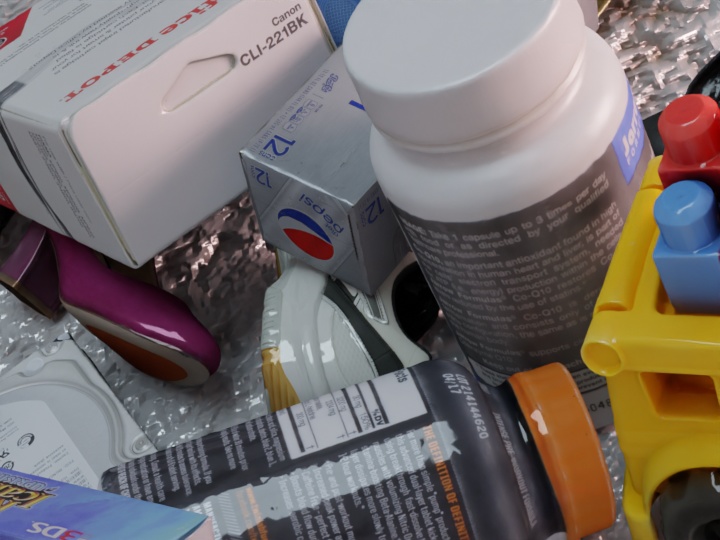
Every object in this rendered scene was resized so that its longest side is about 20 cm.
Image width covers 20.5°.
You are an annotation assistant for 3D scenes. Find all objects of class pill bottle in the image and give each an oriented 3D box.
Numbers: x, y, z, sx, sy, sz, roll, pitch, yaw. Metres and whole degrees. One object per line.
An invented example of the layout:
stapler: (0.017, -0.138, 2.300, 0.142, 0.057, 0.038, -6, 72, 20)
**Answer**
pill bottle: (0.071, -0.035, 0.847, 0.113, 0.201, 0.114, -15, 42, 14)
pill bottle: (0.001, 0.101, 0.810, 0.198, 0.107, 0.107, -18, 40, -3)

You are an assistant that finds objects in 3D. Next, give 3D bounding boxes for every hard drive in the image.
hard drive: (-0.150, 0.125, 0.935, 0.139, 0.038, 0.200, -36, 42, -8)

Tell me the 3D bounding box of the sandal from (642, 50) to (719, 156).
sandal: (0.186, -0.079, 0.946, 0.199, 0.045, 0.075, -27, 40, 2)

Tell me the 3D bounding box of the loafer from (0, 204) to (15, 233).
loafer: (-0.221, -0.033, 1.119, 0.072, 0.073, 0.200, 35, 80, 37)

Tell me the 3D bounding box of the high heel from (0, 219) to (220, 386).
high heel: (-0.115, -0.008, 1.022, 0.199, 0.067, 0.096, 24, 73, 47)

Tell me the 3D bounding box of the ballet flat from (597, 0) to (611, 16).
ballet flat: (0.108, -0.158, 1.046, 0.201, 0.069, 0.063, -54, 20, -26)

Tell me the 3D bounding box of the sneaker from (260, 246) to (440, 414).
sneaker: (0.000, 0.000, 0.965, 0.087, 0.076, 0.201, -4, 46, 3)

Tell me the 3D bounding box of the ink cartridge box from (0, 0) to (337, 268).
ink cartridge box: (-0.114, -0.090, 1.005, 0.144, 0.084, 0.199, -36, 26, -19)

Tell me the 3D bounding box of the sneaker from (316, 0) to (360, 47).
sneaker: (-0.014, -0.127, 1.099, 0.089, 0.079, 0.200, -40, 34, 3)

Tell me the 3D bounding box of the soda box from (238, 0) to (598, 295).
soda box: (0.033, -0.086, 0.936, 0.068, 0.064, 0.200, 25, 59, 27)

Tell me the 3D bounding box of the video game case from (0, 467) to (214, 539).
video game case: (-0.130, 0.165, 0.772, 0.198, 0.183, 0.045, 8, 27, 35)

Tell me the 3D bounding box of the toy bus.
toy bus: (0.183, 0.016, 0.740, 0.198, 0.193, 0.136, 3, 48, 29)
